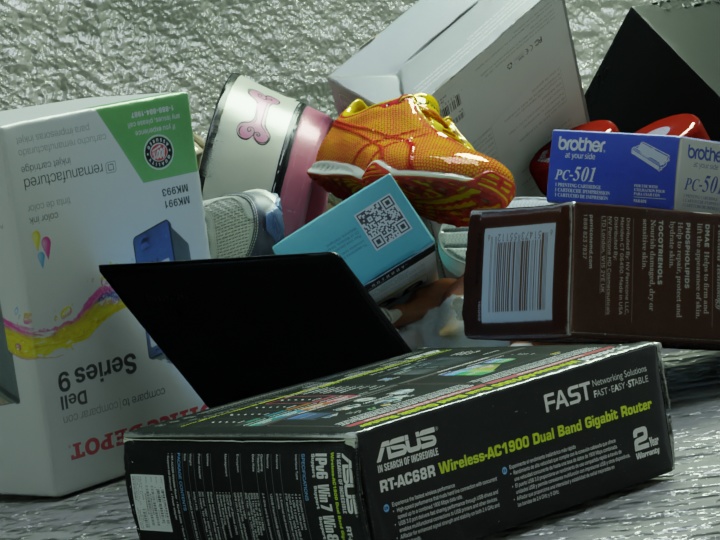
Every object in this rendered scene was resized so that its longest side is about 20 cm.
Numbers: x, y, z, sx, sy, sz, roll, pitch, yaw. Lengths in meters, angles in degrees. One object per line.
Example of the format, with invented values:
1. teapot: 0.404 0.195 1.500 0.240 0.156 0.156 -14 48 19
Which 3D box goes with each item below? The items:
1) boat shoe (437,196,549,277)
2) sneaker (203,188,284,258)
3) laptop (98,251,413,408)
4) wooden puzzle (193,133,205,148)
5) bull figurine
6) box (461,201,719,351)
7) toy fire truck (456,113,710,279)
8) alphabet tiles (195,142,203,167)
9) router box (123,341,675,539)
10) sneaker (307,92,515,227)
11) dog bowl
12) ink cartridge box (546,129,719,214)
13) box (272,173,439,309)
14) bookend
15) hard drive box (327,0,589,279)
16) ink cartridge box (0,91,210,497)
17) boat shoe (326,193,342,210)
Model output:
1. boat shoe: 0.145 0.007 1.709 0.200 0.067 0.074 9 51 22
2. sneaker: -0.124 -0.003 1.699 0.085 0.077 0.200 9 -20 -39
3. laptop: 0.004 0.032 1.473 0.200 0.116 0.187 -14 8 -43
4. wooden puzzle: -0.193 -0.043 1.920 0.185 0.046 0.200 -25 1 2
5. bull figurine: 0.085 0.026 1.625 0.121 0.065 0.200 -17 -2 -44
6. box: 0.165 0.006 1.490 0.200 0.075 0.100 6 -5 -31
7. toy fire truck: 0.157 -0.011 1.831 0.168 0.112 0.200 -40 21 -29
8. alphabet tiles: -0.171 0.003 1.836 0.200 0.015 0.196 -43 -20 -20
9. router box: 0.019 0.080 1.239 0.200 0.062 0.150 -14 7 -44
10. sneaker: 0.032 -0.074 1.702 0.073 0.077 0.200 31 -7 -31
11. dog bowl: -0.067 -0.026 1.850 0.074 0.200 0.200 11 7 3
12. ink cartridge box: 0.207 -0.049 1.601 0.094 0.044 0.200 6 2 44
13. box: 0.000 0.000 1.666 0.082 0.049 0.200 -32 -9 -3
14. bookend: 0.241 -0.055 1.977 0.092 0.199 0.200 -14 51 -40
15. hard drive box: 0.075 -0.090 1.905 0.156 0.200 0.077 -41 49 -23
16. ink cartridge box: -0.156 0.011 1.518 0.087 0.200 0.145 1 10 41
17. boat shoe: -0.030 -0.031 1.997 0.074 0.200 0.076 -49 21 21
